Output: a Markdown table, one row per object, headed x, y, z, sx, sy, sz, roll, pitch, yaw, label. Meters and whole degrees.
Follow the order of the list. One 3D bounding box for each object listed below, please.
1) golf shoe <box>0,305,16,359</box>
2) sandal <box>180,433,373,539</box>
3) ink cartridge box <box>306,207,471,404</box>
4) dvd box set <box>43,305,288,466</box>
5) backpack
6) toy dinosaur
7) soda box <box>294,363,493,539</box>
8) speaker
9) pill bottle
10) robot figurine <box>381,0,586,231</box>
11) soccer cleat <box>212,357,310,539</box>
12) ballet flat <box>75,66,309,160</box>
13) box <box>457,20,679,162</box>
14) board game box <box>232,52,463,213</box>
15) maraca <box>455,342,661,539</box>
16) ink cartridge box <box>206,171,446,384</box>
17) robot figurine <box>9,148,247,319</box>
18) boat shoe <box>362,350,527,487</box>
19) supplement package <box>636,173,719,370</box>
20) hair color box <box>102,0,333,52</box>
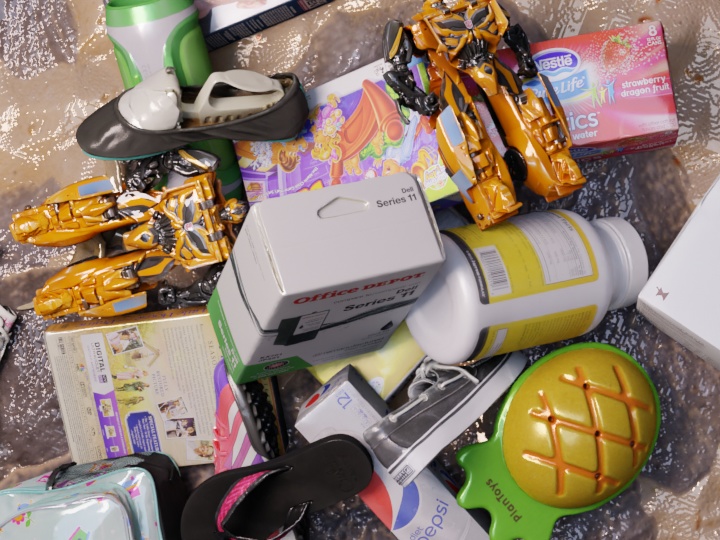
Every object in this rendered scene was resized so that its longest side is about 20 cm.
| x | y | z | sx | sy | sz | roll | pitch | yaw | label |
| --- | --- | --- | --- | --- | --- | --- | --- | --- | --- |
| -0.364 | 0.068 | 1.540 | 0.092 | 0.073 | 0.200 | -12 | 84 | 6 | golf shoe |
| -0.080 | 0.199 | 1.419 | 0.200 | 0.045 | 0.075 | -29 | 108 | 25 | sandal |
| 0.000 | 0.000 | 1.506 | 0.200 | 0.047 | 0.198 | 42 | 94 | 7 | ink cartridge box |
| -0.174 | 0.107 | 1.505 | 0.200 | 0.029 | 0.147 | -8 | 108 | 8 | dvd box set |
| -0.257 | 0.262 | 1.471 | 0.200 | 0.153 | 0.176 | -10 | 93 | 17 | backpack |
| -0.240 | -0.032 | 1.545 | 0.101 | 0.058 | 0.200 | 33 | 106 | 32 | toy dinosaur |
| 0.032 | 0.179 | 1.449 | 0.063 | 0.068 | 0.200 | -41 | 96 | 7 | soda box |
| -0.165 | -0.150 | 1.485 | 0.088 | 0.088 | 0.200 | -11 | 112 | 7 | speaker |
| 0.142 | 0.009 | 1.414 | 0.200 | 0.112 | 0.112 | -10 | 82 | -29 | pill bottle |
| 0.103 | -0.143 | 1.376 | 0.145 | 0.058 | 0.200 | -23 | 86 | -28 | robot figurine |
| -0.104 | 0.169 | 1.469 | 0.073 | 0.068 | 0.200 | -14 | 111 | 9 | soccer cleat |
| -0.142 | -0.141 | 1.406 | 0.200 | 0.068 | 0.068 | -8 | 50 | -15 | ballet flat |
| 0.174 | -0.147 | 1.465 | 0.200 | 0.095 | 0.100 | -9 | 83 | 8 | box |
| -0.007 | -0.097 | 1.450 | 0.200 | 0.045 | 0.135 | -21 | 78 | 26 | board game box |
| 0.171 | 0.150 | 1.429 | 0.200 | 0.107 | 0.137 | -42 | 95 | -9 | maraca |
| -0.032 | 0.009 | 1.363 | 0.146 | 0.200 | 0.083 | -13 | 70 | -20 | ink cartridge box |
| -0.195 | -0.027 | 1.445 | 0.200 | 0.058 | 0.145 | -15 | 98 | 13 | robot figurine |
| 0.071 | 0.108 | 1.424 | 0.068 | 0.074 | 0.199 | 46 | 49 | 6 | boat shoe |
| 0.340 | -0.008 | 1.377 | 0.147 | 0.200 | 0.191 | 35 | 92 | 10 | supplement package |
| -0.135 | -0.263 | 1.539 | 0.200 | 0.061 | 0.100 | -22 | 83 | 6 | hair color box |
